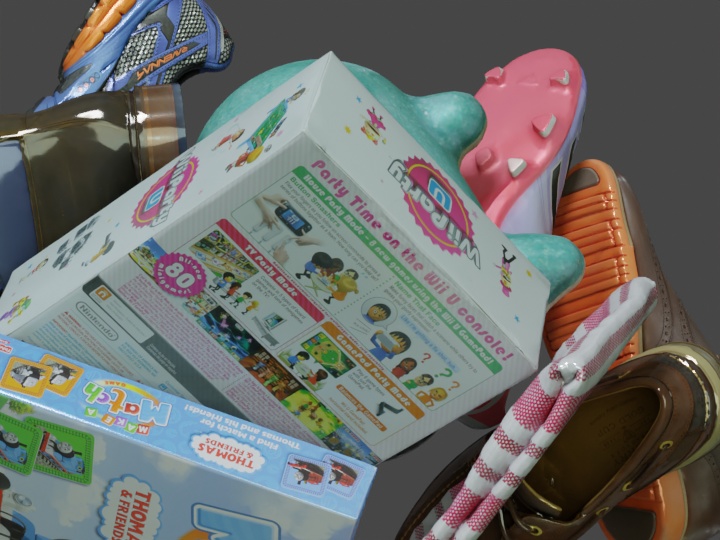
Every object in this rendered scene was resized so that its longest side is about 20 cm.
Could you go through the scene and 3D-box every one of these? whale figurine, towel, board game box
[{"bbox_3d":[0.003,-0.026,1.005,0.200,0.104,0.159,31,77,35],"label":"whale figurine"},{"bbox_3d":[0.051,0.091,0.937,0.030,0.146,0.200,38,111,6],"label":"towel"},{"bbox_3d":[-0.042,0.022,0.930,0.200,0.064,0.148,-31,115,30],"label":"board game box"},{"bbox_3d":[-0.105,0.111,0.948,0.200,0.151,0.037,18,43,3],"label":"board game box"}]

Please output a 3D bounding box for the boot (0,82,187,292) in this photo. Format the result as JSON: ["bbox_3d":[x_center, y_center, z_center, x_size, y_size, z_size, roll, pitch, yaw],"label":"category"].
[{"bbox_3d":[-0.131,0.002,1.026,0.097,0.075,0.200,-3,123,-9],"label":"boot"}]

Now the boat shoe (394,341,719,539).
[{"bbox_3d":[0.085,0.100,1.044,0.200,0.068,0.072,-37,73,25],"label":"boat shoe"}]

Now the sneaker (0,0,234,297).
[{"bbox_3d":[-0.130,-0.058,1.061,0.078,0.075,0.200,32,86,-8],"label":"sneaker"}]

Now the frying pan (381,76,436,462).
[{"bbox_3d":[-0.016,0.006,1.089,0.115,0.031,0.190,-15,79,-16],"label":"frying pan"}]

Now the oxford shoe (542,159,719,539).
[{"bbox_3d":[0.143,0.041,1.100,0.073,0.071,0.200,-7,86,-34],"label":"oxford shoe"}]

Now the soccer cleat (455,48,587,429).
[{"bbox_3d":[0.071,-0.018,1.083,0.067,0.076,0.200,3,59,30],"label":"soccer cleat"}]
